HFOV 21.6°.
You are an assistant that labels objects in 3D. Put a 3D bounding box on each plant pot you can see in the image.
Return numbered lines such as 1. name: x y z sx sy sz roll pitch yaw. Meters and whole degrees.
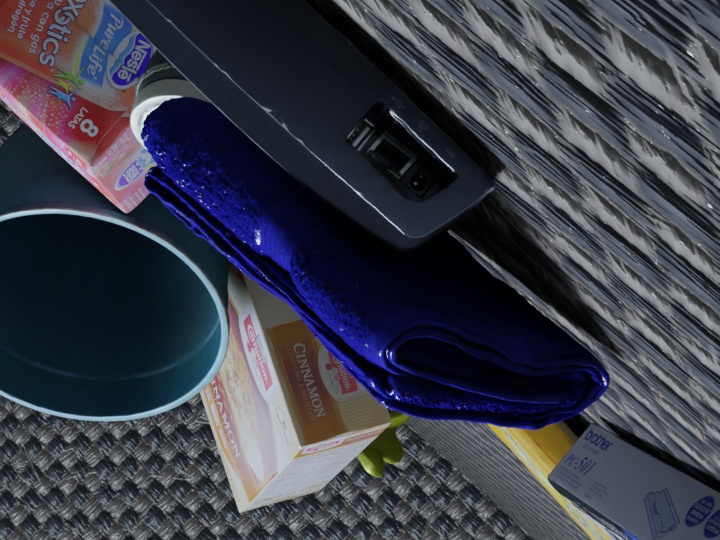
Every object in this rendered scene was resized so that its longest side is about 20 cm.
1. plant pot: -0.178 -0.032 1.300 0.200 0.199 0.189 45 -147 -32

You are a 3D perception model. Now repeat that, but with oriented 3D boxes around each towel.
1. towel: 0.000 0.000 0.826 0.147 0.050 0.200 16 -160 -47

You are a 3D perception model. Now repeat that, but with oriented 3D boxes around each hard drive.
1. hard drive: -0.038 -0.082 0.722 0.200 0.042 0.135 43 176 1

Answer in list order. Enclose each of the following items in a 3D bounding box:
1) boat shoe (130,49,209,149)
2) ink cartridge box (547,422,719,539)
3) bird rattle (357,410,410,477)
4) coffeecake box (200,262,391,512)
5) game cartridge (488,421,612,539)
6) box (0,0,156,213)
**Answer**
1. boat shoe: -0.041 -0.057 0.998 0.200 0.073 0.062 38 -138 -38
2. ink cartridge box: 0.172 0.141 0.960 0.094 0.044 0.200 42 175 -16
3. bird rattle: 0.004 0.047 1.432 0.200 0.112 0.163 52 169 44
4. coffeecake box: -0.059 0.075 1.377 0.200 0.073 0.154 128 125 -64
5. game cartridge: 0.142 0.143 1.177 0.200 0.032 0.176 50 178 20
6. box: -0.148 -0.109 1.081 0.103 0.095 0.200 42 175 2
